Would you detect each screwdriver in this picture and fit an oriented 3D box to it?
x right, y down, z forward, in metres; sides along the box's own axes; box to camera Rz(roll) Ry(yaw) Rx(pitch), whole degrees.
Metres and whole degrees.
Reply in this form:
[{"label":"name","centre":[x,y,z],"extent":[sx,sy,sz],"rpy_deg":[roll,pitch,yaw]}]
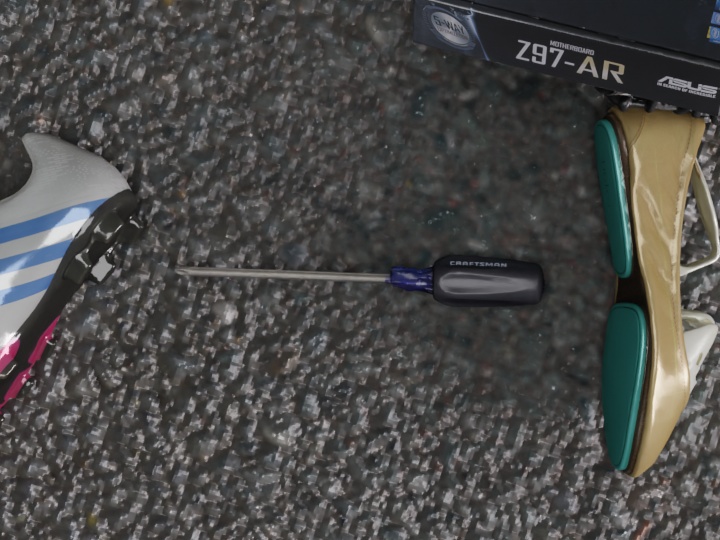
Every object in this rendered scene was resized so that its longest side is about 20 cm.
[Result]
[{"label":"screwdriver","centre":[0.000,0.000,1.308],"extent":[0.200,0.028,0.029],"rpy_deg":[6,66,3]}]

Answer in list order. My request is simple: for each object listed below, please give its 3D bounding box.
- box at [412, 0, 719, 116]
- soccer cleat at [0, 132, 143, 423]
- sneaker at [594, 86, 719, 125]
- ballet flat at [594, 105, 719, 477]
[{"label":"box","centre":[0.128,-0.186,1.213],"extent":[0.160,0.044,0.200],"rpy_deg":[15,63,9]},{"label":"soccer cleat","centre":[-0.202,0.015,1.305],"extent":[0.086,0.070,0.200],"rpy_deg":[40,94,14]},{"label":"sneaker","centre":[0.176,-0.107,1.252],"extent":[0.200,0.071,0.098],"rpy_deg":[37,62,0]},{"label":"ballet flat","centre":[0.162,0.010,1.284],"extent":[0.063,0.069,0.200],"rpy_deg":[-4,97,-11]}]
